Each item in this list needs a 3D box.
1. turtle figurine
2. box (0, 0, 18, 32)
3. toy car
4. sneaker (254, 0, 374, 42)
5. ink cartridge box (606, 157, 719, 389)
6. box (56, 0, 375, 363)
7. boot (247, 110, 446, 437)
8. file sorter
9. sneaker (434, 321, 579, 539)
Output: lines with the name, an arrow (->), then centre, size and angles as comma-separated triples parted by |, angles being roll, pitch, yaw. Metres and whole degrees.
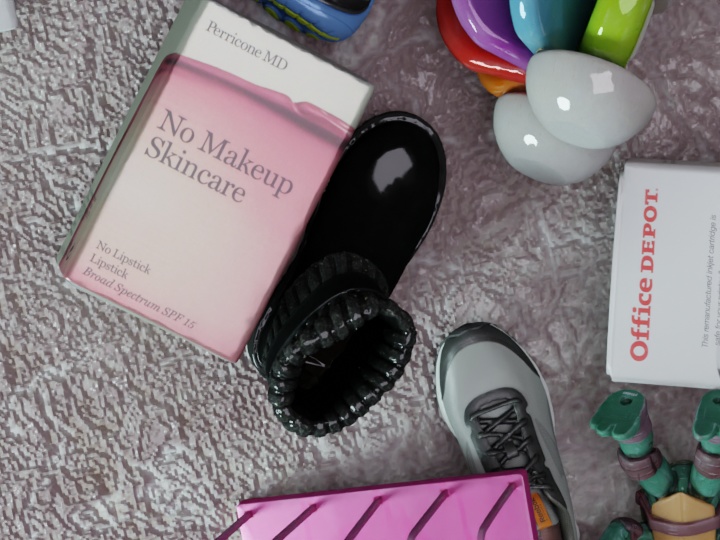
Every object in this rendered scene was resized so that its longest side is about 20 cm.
turtle figurine -> 0.215, 0.170, 1.779 | 0.149, 0.101, 0.201 | -12, 124, 1
box -> -0.325, -0.228, 1.640 | 0.199, 0.131, 0.200 | -12, 99, -6
toy car -> 0.123, -0.164, 1.686 | 0.149, 0.200, 0.176 | 24, 75, -5
sneaker -> -0.072, -0.229, 1.717 | 0.199, 0.071, 0.083 | 36, 77, -12
ink cartridge box -> 0.266, 0.004, 1.757 | 0.199, 0.084, 0.146 | 4, 96, 8
box -> -0.094, -0.061, 1.706 | 0.127, 0.109, 0.201 | 26, 93, -10
boot -> 0.002, 0.002, 1.703 | 0.079, 0.158, 0.212 | 25, 93, -11
file sorter -> 0.010, 0.221, 1.713 | 0.199, 0.125, 0.140 | -8, 99, 17
sneaker -> 0.106, 0.129, 1.775 | 0.074, 0.079, 0.201 | -19, 98, -4
